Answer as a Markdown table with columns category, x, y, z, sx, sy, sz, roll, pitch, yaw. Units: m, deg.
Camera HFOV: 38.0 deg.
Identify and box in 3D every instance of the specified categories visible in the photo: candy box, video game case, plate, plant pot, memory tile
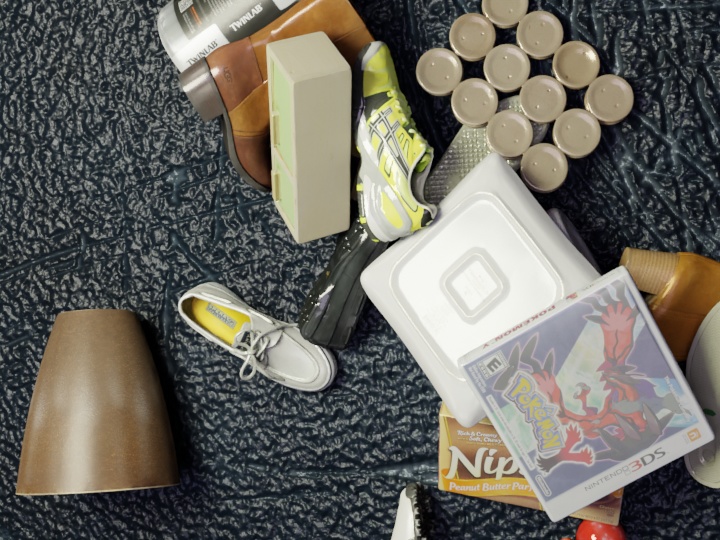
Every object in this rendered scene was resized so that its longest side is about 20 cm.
| category | x | y | z | sx | sy | sz | roll | pitch | yaw |
| --- | --- | --- | --- | --- | --- | --- | --- | --- | --- |
| candy box | 0.182 | 0.194 | 1.105 | 0.196 | 0.056 | 0.117 | 9 | 128 | 15 |
| video game case | 0.216 | 0.123 | 0.995 | 0.180 | 0.023 | 0.202 | -30 | 107 | 10 |
| plate | 0.115 | 0.017 | 1.029 | 0.200 | 0.032 | 0.201 | -42 | 69 | 14 |
| plant pot | -0.305 | 0.151 | 1.214 | 0.183 | 0.187 | 0.204 | -6 | 81 | 16 |
| memory tile | 0.170 | -0.192 | 1.084 | 0.200 | 0.017 | 0.153 | 44 | 87 | 8 |

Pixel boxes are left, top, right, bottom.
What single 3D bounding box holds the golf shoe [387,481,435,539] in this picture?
| category | x | y | z | sx | sy | sz | roll | pitch | yaw |
| --- | --- | --- | --- | --- | --- | --- | --- | --- | --- |
| golf shoe | 0.035 | 0.337 | 1.177 | 0.093 | 0.078 | 0.204 | 5 | 97 | 15 |

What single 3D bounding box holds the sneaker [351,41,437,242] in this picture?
| category | x | y | z | sx | sy | sz | roll | pitch | yaw |
| --- | --- | --- | --- | --- | --- | --- | --- | --- | --- |
| sneaker | 0.037 | -0.133 | 1.062 | 0.075 | 0.075 | 0.204 | -7 | 88 | 22 |

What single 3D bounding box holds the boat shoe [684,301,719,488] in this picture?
| category | x | y | z | sx | sy | sz | roll | pitch | yaw |
| --- | --- | --- | --- | --- | --- | --- | --- | --- | --- |
| boat shoe | 0.368 | 0.114 | 1.041 | 0.071 | 0.067 | 0.204 | 24 | 122 | 44 |

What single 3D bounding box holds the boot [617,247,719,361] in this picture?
| category | x | y | z | sx | sy | sz | roll | pitch | yaw |
| --- | --- | --- | --- | --- | --- | --- | --- | --- | --- |
| boot | 0.316 | 0.079 | 1.072 | 0.141 | 0.071 | 0.204 | 15 | 111 | 2 |

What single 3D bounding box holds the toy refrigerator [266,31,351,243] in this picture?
| category | x | y | z | sx | sy | sz | roll | pitch | yaw |
| --- | --- | --- | --- | --- | --- | --- | --- | --- | --- |
| toy refrigerator | -0.055 | -0.132 | 1.071 | 0.069 | 0.076 | 0.202 | -17 | 136 | -18 |

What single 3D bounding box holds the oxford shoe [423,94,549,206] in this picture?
| category | x | y | z | sx | sy | sz | roll | pitch | yaw |
| --- | --- | --- | --- | --- | --- | --- | --- | --- | --- |
| oxford shoe | 0.121 | -0.107 | 1.113 | 0.075 | 0.058 | 0.200 | 44 | 91 | 12 |

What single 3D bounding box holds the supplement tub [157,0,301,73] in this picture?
| category | x | y | z | sx | sy | sz | roll | pitch | yaw |
| --- | --- | --- | --- | --- | --- | --- | --- | --- | --- |
| supplement tub | -0.110 | -0.284 | 1.120 | 0.199 | 0.122 | 0.124 | -33 | 87 | 18 |

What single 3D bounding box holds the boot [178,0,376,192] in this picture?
| category | x | y | z | sx | sy | sz | roll | pitch | yaw |
| --- | --- | --- | --- | --- | --- | --- | --- | --- | --- |
| boot | -0.067 | -0.192 | 1.111 | 0.198 | 0.069 | 0.189 | -29 | 128 | 3 |

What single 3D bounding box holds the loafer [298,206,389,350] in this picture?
| category | x | y | z | sx | sy | sz | roll | pitch | yaw |
| --- | --- | --- | --- | --- | --- | --- | --- | --- | --- |
| loafer | 0.000 | 0.000 | 1.151 | 0.069 | 0.068 | 0.202 | 22 | 112 | -19 |

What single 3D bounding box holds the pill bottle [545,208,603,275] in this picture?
| category | x | y | z | sx | sy | sz | roll | pitch | yaw |
| --- | --- | --- | --- | --- | --- | --- | --- | --- | --- |
| pill bottle | 0.150 | 0.033 | 1.089 | 0.199 | 0.112 | 0.113 | -34 | 87 | 18 |

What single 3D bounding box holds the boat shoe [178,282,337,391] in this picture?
| category | x | y | z | sx | sy | sz | roll | pitch | yaw |
| --- | --- | --- | --- | --- | --- | --- | --- | --- | --- |
| boat shoe | -0.122 | 0.078 | 1.185 | 0.200 | 0.086 | 0.075 | 33 | 104 | 10 |

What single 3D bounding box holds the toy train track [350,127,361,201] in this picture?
| category | x | y | z | sx | sy | sz | roll | pitch | yaw |
| --- | --- | --- | --- | --- | --- | --- | --- | --- | --- |
| toy train track | -0.019 | -0.148 | 1.160 | 0.197 | 0.032 | 0.117 | 22 | 109 | 18 |

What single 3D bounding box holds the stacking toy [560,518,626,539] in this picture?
| category | x | y | z | sx | sy | sz | roll | pitch | yaw |
| --- | --- | --- | --- | --- | --- | --- | --- | --- | --- |
| stacking toy | 0.205 | 0.339 | 1.129 | 0.200 | 0.085 | 0.086 | -43 | 84 | 13 |
